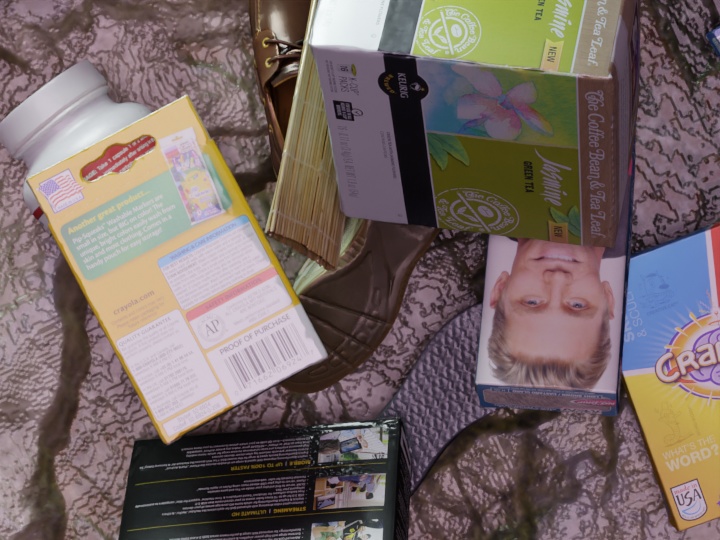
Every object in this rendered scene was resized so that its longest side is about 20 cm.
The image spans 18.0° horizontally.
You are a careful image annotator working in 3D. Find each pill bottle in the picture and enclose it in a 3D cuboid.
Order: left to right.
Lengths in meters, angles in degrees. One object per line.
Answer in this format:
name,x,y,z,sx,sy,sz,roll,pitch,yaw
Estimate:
pill bottle,-0.165,-0.045,1.608,0.112,0.112,0.200,-37,92,1

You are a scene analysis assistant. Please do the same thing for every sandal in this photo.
sandal,0.062,0.091,1.654,0.200,0.043,0.076,-43,84,11

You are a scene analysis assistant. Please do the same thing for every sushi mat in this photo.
sushi mat,-0.024,-0.106,1.584,0.012,0.096,0.200,1,72,31

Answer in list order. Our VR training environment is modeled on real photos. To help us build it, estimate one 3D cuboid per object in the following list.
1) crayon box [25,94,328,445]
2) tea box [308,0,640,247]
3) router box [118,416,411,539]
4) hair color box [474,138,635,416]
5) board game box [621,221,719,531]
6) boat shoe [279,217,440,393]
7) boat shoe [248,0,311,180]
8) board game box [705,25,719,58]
crayon box,-0.124,0.000,1.528,0.126,0.052,0.200,-28,92,-7
tea box,0.083,-0.131,1.507,0.196,0.200,0.134,6,60,11
router box,-0.068,0.180,1.588,0.200,0.149,0.051,-5,133,10
hair color box,0.139,-0.003,1.598,0.100,0.061,0.200,3,71,8
board game box,0.265,0.069,1.648,0.153,0.040,0.200,-20,92,1
boat shoe,-0.002,-0.002,1.644,0.073,0.063,0.201,28,99,-14
boat shoe,-0.041,-0.148,1.626,0.072,0.068,0.200,-7,92,0
board game box,0.361,-0.124,1.643,0.135,0.034,0.200,-32,92,0
